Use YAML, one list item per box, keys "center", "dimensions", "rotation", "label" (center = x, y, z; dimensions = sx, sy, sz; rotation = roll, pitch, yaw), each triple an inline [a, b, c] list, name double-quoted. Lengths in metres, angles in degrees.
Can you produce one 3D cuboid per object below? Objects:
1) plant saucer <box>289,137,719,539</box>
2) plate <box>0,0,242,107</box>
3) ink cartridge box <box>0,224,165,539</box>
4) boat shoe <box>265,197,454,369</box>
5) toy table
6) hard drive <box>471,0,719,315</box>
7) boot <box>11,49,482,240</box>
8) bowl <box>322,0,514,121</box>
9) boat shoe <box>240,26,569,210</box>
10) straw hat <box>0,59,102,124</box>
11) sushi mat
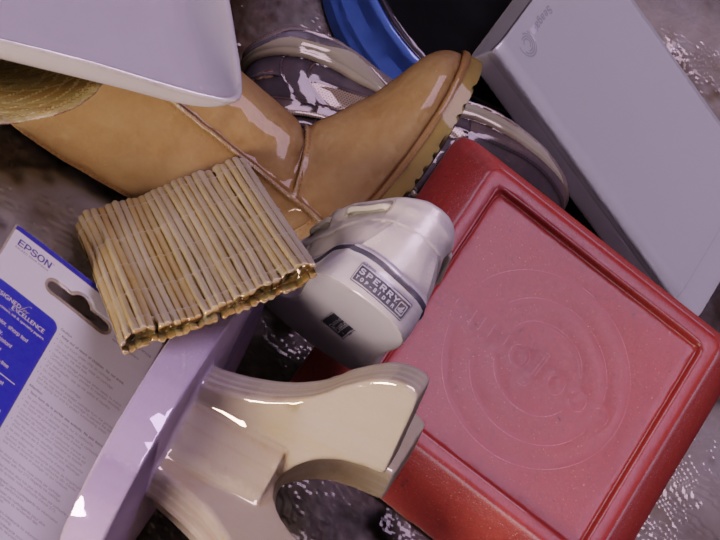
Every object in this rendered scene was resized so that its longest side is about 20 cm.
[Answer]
- center: [0.087, 0.054, 1.510]
  dimensions: [0.199, 0.037, 0.200]
  rotation: [38, 64, -6]
  label: "plant saucer"
- center: [-0.162, -0.159, 1.422]
  dimensions: [0.199, 0.032, 0.201]
  rotation: [12, 41, -20]
  label: "plate"
- center: [-0.165, 0.073, 1.322]
  dimensions: [0.095, 0.037, 0.200]
  rotation: [39, 43, -12]
  label: "ink cartridge box"
- center: [0.000, 0.000, 1.393]
  dimensions: [0.072, 0.200, 0.066]
  rotation: [39, 78, -2]
  label: "boat shoe"
- center: [-0.049, 0.092, 1.341]
  dimensions: [0.117, 0.184, 0.200]
  rotation: [27, 46, 5]
  label: "toy table"
- center: [0.153, -0.082, 1.670]
  dimensions: [0.200, 0.026, 0.132]
  rotation: [53, 45, -17]
  label: "hard drive"
- center: [-0.060, -0.094, 1.491]
  dimensions: [0.200, 0.066, 0.175]
  rotation: [37, 86, -7]
  label: "boot"
- center: [0.072, -0.150, 1.701]
  dimensions: [0.200, 0.039, 0.201]
  rotation: [19, 49, -23]
  label: "bowl"
- center: [0.018, -0.059, 1.580]
  dimensions: [0.199, 0.075, 0.074]
  rotation: [23, 60, -12]
  label: "boat shoe"
- center: [-0.226, -0.112, 1.425]
  dimensions: [0.200, 0.085, 0.202]
  rotation: [18, 38, -15]
  label: "straw hat"
- center: [-0.082, -0.011, 1.374]
  dimensions: [0.095, 0.200, 0.012]
  rotation: [-21, 110, -5]
  label: "sushi mat"
